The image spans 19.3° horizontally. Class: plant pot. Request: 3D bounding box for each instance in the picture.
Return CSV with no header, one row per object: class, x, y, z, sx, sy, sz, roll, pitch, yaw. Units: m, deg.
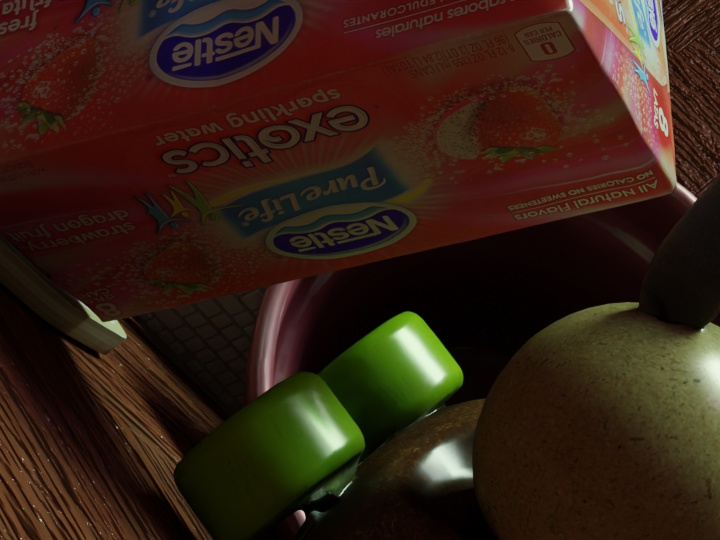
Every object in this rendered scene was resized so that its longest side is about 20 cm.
plant pot,0.050,0.066,0.829,0.200,0.200,0.179,51,-15,10

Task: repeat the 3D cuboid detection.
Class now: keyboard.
keyboard,-0.056,0.025,0.891,0.200,0.056,0.011,50,29,-42

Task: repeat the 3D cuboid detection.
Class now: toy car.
toy car,0.079,0.057,0.620,0.164,0.200,0.158,52,26,6

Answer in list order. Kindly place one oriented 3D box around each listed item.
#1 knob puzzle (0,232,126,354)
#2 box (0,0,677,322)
knob puzzle,-0.139,-0.054,0.713,0.220,0.030,0.220,51,1,-1
box,-0.015,-0.063,0.641,0.103,0.200,0.095,49,35,-52
